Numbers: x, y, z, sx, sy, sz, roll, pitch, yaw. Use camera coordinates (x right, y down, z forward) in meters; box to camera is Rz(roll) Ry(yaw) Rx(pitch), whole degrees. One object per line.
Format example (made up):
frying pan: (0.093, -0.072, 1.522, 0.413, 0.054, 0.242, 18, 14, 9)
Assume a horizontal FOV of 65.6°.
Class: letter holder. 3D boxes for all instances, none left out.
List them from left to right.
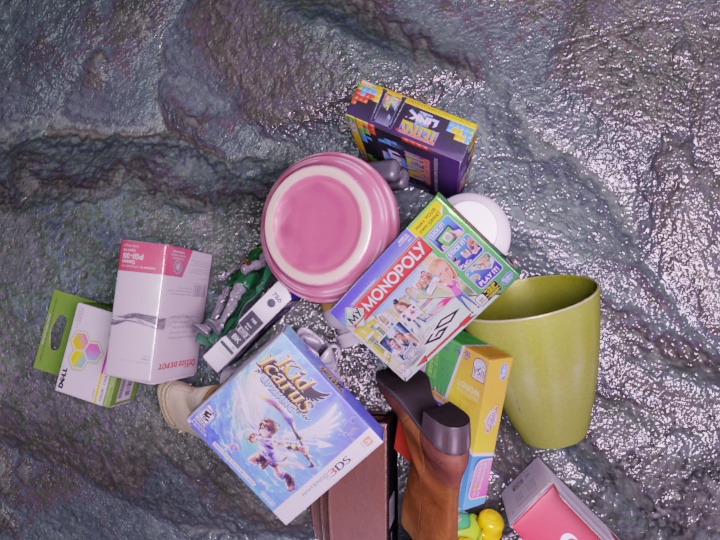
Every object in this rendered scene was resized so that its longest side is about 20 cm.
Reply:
letter holder: (-0.020, 0.316, 0.825, 0.140, 0.101, 0.203, -1, 86, 12)

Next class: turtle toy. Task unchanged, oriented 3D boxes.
turtle toy: (0.105, 0.395, 0.761, 0.101, 0.199, 0.147, 30, 115, 31)

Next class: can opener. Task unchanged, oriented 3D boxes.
can opener: (-0.016, -0.154, 0.847, 0.198, 0.053, 0.068, 2, 73, 37)

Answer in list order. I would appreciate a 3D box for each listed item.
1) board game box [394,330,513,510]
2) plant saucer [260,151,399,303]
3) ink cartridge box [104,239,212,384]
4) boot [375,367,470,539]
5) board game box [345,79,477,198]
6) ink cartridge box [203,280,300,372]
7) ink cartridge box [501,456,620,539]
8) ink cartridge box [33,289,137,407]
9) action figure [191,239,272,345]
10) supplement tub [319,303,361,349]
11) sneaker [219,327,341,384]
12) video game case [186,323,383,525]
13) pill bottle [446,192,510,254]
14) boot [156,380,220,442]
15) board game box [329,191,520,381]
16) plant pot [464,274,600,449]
board game box: (0.115, 0.180, 0.738, 0.040, 0.153, 0.203, -2, 106, -33)
plant saucer: (-0.049, -0.058, 0.735, 0.198, 0.051, 0.204, 0, 89, 19)
ink cartridge box: (-0.310, 0.063, 0.869, 0.082, 0.146, 0.203, 6, 87, 11)
boot: (0.075, 0.243, 0.726, 0.188, 0.068, 0.203, 26, 120, 51)
board game box: (0.075, -0.173, 0.791, 0.164, 0.200, 0.057, 26, 86, 12)
ink cartridge box: (-0.148, 0.069, 0.864, 0.039, 0.099, 0.200, 44, 95, 3)
ink cartridge box: (0.289, 0.366, 0.728, 0.084, 0.176, 0.200, -46, 80, 3)
ink cartridge box: (-0.464, 0.125, 0.928, 0.197, 0.076, 0.150, 14, 88, 9)
action figure: (-0.181, 0.016, 0.859, 0.117, 0.201, 0.055, -15, 126, 40)
supplement tub: (0.000, 0.000, 0.820, 0.143, 0.145, 0.202, -19, 83, 8)
sneaker: (-0.119, 0.145, 0.846, 0.197, 0.075, 0.116, 7, 118, 8)
video game case: (-0.099, 0.207, 0.749, 0.181, 0.045, 0.200, -42, 96, 6)
pill bottle: (0.147, -0.043, 0.769, 0.109, 0.200, 0.112, -1, 85, 10)
boot: (-0.222, 0.250, 0.873, 0.154, 0.073, 0.201, -2, 130, 40)
board game box: (0.074, 0.025, 0.680, 0.134, 0.029, 0.200, 41, 112, -3)
plant pot: (0.244, 0.130, 0.765, 0.185, 0.187, 0.203, -12, 100, 9)
